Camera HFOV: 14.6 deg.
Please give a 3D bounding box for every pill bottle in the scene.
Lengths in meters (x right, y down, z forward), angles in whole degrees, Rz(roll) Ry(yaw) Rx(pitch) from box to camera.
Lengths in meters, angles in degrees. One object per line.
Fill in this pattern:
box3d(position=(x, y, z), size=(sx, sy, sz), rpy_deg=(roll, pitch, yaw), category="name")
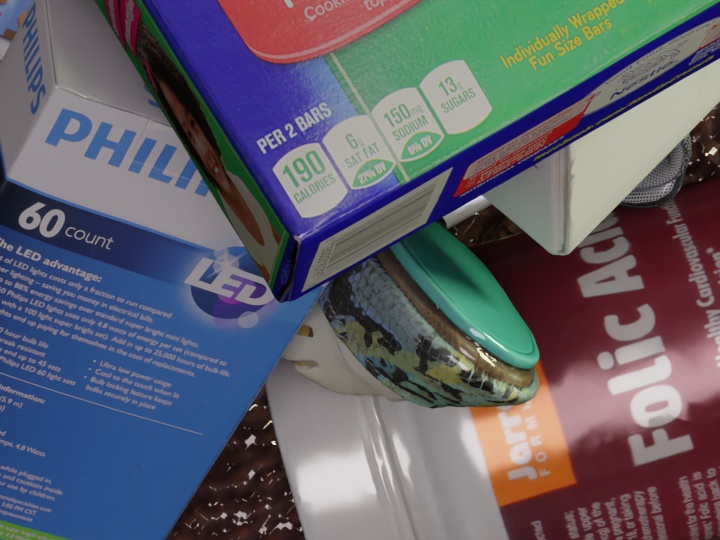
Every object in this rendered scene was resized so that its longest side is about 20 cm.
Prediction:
box3d(position=(0.074, 0.039, 0.912), size=(0.200, 0.114, 0.114), rpy_deg=(-17, 96, 1), category="pill bottle")

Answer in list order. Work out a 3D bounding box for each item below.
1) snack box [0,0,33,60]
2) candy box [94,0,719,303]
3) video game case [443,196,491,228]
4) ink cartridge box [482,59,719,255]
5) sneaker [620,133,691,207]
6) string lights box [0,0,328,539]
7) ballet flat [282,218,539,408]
box3d(position=(-0.118, -0.109, 0.877), size=(0.200, 0.024, 0.072), rpy_deg=(26, 103, -18), category="snack box")
box3d(position=(0.001, -0.121, 0.707), size=(0.169, 0.077, 0.200), rpy_deg=(-30, 80, -13), category="candy box")
box3d(position=(0.028, -0.095, 0.946), size=(0.200, 0.018, 0.143), rpy_deg=(-29, 95, 2), category="video game case")
box3d(position=(0.070, -0.127, 0.812), size=(0.146, 0.084, 0.200), rpy_deg=(41, 75, 19), category="ink cartridge box")
box3d(position=(0.106, -0.085, 0.878), size=(0.200, 0.076, 0.114), rpy_deg=(-17, 56, 6), category="sneaker")
box3d(position=(-0.088, 0.024, 0.829), size=(0.103, 0.059, 0.200), rpy_deg=(20, 120, -23), category="string lights box")
box3d(position=(0.000, 0.000, 0.859), size=(0.074, 0.200, 0.074), rpy_deg=(-6, 120, -10), category="ballet flat")
